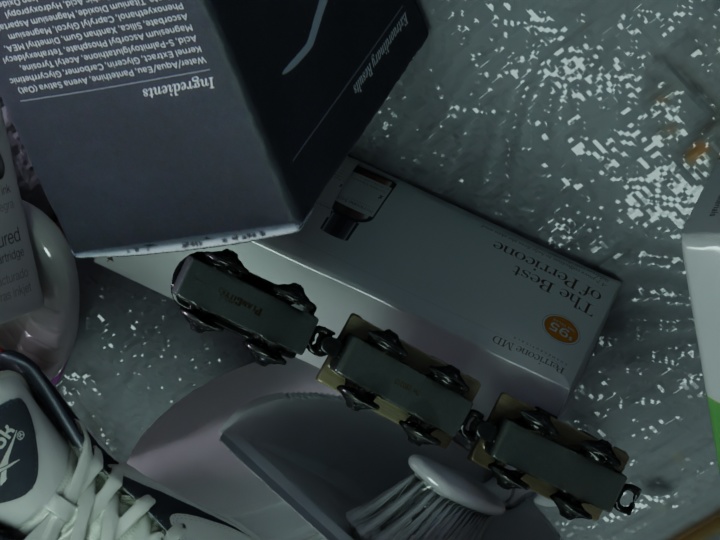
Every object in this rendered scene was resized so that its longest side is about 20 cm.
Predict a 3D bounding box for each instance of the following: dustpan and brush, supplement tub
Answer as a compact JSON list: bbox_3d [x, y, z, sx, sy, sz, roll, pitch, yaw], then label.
[{"bbox_3d":[0.043,0.092,1.049,0.139,0.200,0.057,40,97,22],"label":"dustpan and brush"},{"bbox_3d":[-0.011,0.151,1.156,0.144,0.145,0.201,-6,121,28],"label":"supplement tub"}]

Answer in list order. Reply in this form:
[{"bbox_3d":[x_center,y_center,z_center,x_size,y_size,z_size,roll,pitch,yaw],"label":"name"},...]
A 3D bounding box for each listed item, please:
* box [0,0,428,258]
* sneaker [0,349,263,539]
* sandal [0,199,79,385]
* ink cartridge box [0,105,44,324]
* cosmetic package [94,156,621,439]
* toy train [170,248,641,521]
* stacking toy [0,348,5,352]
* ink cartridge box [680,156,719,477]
[{"bbox_3d":[-0.072,-0.128,0.986,0.104,0.148,0.201,-6,119,28],"label":"box"},{"bbox_3d":[-0.113,0.093,1.012,0.199,0.080,0.130,34,173,30],"label":"sneaker"},{"bbox_3d":[-0.158,0.024,1.201,0.082,0.050,0.203,42,144,12],"label":"sandal"},{"bbox_3d":[-0.217,-0.062,1.061,0.082,0.147,0.201,-6,100,31],"label":"ink cartridge box"},{"bbox_3d":[0.000,0.000,1.086,0.199,0.083,0.051,25,130,6],"label":"cosmetic package"},{"bbox_3d":[0.017,0.044,1.008,0.199,0.046,0.034,27,90,-12],"label":"toy train"},{"bbox_3d":[-0.213,0.055,1.190,0.199,0.085,0.086,5,126,41],"label":"stacking toy"},{"bbox_3d":[0.233,0.031,0.998,0.199,0.084,0.147,1,121,23],"label":"ink cartridge box"}]
